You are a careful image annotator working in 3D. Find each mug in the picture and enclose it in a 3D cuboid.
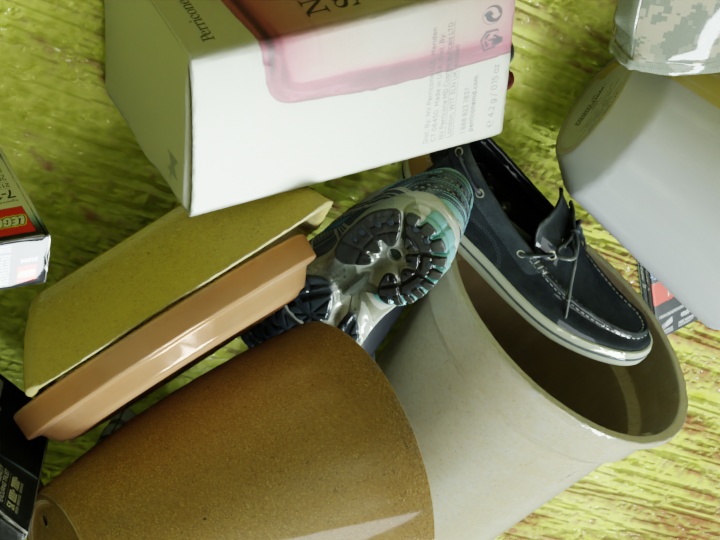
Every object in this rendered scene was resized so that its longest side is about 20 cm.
[{"bbox_3d":[0.213,-0.077,1.577,0.153,0.187,0.149,34,134,-13],"label":"mug"}]

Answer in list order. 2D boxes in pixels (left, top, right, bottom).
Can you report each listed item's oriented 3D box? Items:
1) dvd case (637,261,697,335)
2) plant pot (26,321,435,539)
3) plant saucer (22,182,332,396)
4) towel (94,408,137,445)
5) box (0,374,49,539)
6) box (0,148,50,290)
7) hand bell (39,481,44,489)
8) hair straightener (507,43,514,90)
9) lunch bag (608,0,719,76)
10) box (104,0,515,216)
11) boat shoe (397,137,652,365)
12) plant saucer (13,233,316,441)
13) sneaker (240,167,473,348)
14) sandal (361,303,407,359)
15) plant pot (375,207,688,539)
[{"bbox_3d":[0.256,-0.051,1.713,0.145,0.022,0.201,-27,139,-11],"label":"dvd case"},{"bbox_3d":[-0.088,0.147,1.442,0.199,0.186,0.187,-18,137,-30],"label":"plant pot"},{"bbox_3d":[-0.115,0.002,1.429,0.199,0.049,0.200,-32,180,-5],"label":"plant saucer"},{"bbox_3d":[-0.108,0.202,1.570,0.200,0.085,0.166,46,60,-30],"label":"towel"},{"bbox_3d":[-0.278,0.162,1.428,0.086,0.164,0.200,38,105,-14],"label":"box"},{"bbox_3d":[-0.278,-0.023,1.308,0.199,0.110,0.035,-11,134,-27],"label":"box"},{"bbox_3d":[-0.198,0.179,1.591,0.104,0.104,0.200,-32,126,-4],"label":"hand bell"},{"bbox_3d":[0.001,-0.105,1.471,0.199,0.041,0.077,-20,157,-8],"label":"hair straightener"},{"bbox_3d":[0.236,-0.217,1.471,0.199,0.118,0.165,-17,137,-27],"label":"lunch bag"},{"bbox_3d":[-0.030,-0.130,1.362,0.199,0.128,0.109,-16,134,-22],"label":"box"},{"bbox_3d":[0.113,-0.016,1.542,0.200,0.075,0.062,42,119,-6],"label":"boat shoe"},{"bbox_3d":[-0.110,0.044,1.424,0.200,0.032,0.200,-32,180,0],"label":"plant saucer"},{"bbox_3d":[0.000,0.000,1.520,0.200,0.078,0.086,-29,-166,41],"label":"sneaker"},{"bbox_3d":[-0.017,0.061,1.589,0.043,0.076,0.200,19,115,-44],"label":"sandal"},{"bbox_3d":[0.081,0.089,1.616,0.200,0.201,0.184,13,131,-41],"label":"plant pot"}]
